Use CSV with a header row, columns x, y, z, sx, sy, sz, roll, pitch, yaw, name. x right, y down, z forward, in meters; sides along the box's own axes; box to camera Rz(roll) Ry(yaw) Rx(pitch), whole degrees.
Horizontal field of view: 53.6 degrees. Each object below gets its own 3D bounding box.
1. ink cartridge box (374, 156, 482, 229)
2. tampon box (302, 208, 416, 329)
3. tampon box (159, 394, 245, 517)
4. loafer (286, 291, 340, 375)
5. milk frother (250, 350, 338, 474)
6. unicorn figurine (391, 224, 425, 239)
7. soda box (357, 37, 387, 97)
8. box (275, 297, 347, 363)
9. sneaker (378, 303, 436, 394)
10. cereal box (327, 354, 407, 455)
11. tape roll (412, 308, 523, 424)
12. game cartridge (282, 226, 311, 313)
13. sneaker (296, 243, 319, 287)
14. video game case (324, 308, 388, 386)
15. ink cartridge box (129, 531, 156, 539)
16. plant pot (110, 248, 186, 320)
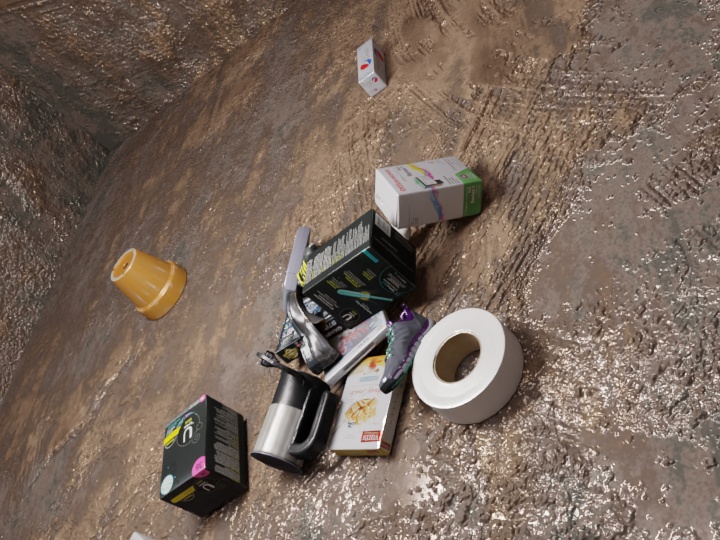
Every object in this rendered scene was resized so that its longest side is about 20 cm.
x,y,z,sx,sy,sz,roll,pitch,yaw,name
0.145,-0.173,1.558,0.197,0.085,0.145,-11,33,-15,ink cartridge box
0.000,0.000,1.524,0.199,0.150,0.127,-33,32,30,tampon box
-0.356,0.420,1.618,0.149,0.126,0.201,-37,37,19,tampon box
-0.104,0.125,1.550,0.072,0.073,0.202,-30,65,10,loafer
-0.165,0.288,1.461,0.180,0.199,0.190,-31,35,56,milk frother
0.082,-0.074,1.630,0.197,0.074,0.139,-10,71,18,unicorn figurine
0.034,-0.629,2.201,0.063,0.068,0.202,-29,40,27,soda box
-0.104,0.111,1.669,0.199,0.046,0.160,-33,27,27,box
0.068,0.152,1.386,0.200,0.087,0.075,-50,-9,-42,sneaker
0.018,0.269,1.426,0.143,0.039,0.202,-15,48,42,cereal box
0.192,0.172,1.294,0.201,0.071,0.204,-29,41,28,tape roll
-0.164,-0.007,1.820,0.041,0.134,0.202,9,54,2,game cartridge
-0.113,0.008,1.687,0.084,0.200,0.075,-29,66,-5,sneaker
-0.017,0.138,1.564,0.182,0.023,0.200,-43,22,11,video game case
-0.458,0.681,1.544,0.199,0.084,0.147,7,64,50,ink cartridge box
-0.702,0.030,2.324,0.199,0.183,0.202,-29,40,28,plant pot
